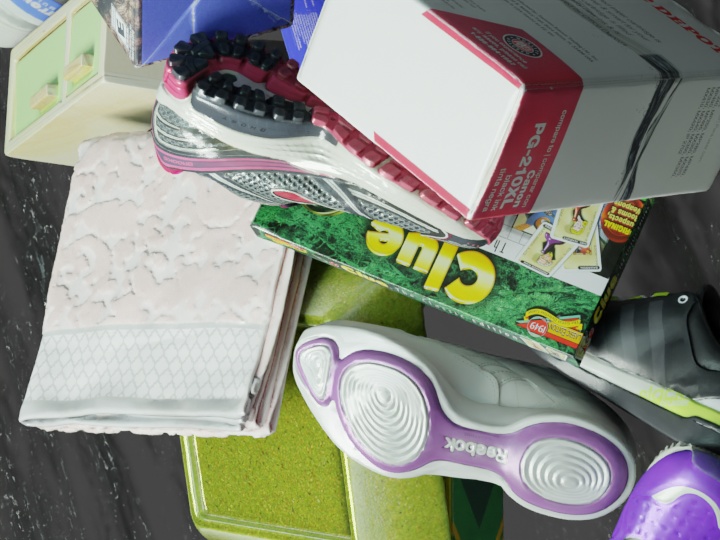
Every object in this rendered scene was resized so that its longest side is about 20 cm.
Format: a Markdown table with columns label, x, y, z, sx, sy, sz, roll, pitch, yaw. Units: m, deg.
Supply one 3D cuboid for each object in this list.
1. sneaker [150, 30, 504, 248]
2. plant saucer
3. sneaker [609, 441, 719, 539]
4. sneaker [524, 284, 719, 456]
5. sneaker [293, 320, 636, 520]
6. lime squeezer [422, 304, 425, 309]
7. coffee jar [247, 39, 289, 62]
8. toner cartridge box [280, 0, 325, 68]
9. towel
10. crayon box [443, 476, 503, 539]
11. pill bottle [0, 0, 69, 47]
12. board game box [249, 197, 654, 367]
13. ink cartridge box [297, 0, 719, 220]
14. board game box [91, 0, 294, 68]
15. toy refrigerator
| label | x | y | z | sx | sy | sz | roll | pitch | yaw |
| --- | --- | --- | --- | --- | --- | --- | --- | --- | --- |
| sneaker | -0.015 | -0.062 | 1.465 | 0.200 | 0.081 | 0.075 | 23 | 130 | 3 |
| plant saucer | -0.044 | 0.085 | 1.588 | 0.200 | 0.048 | 0.200 | 4 | 106 | 43 |
| sneaker | 0.148 | 0.180 | 1.438 | 0.070 | 0.100 | 0.200 | 30 | 135 | 7 |
| sneaker | 0.166 | 0.042 | 1.482 | 0.200 | 0.072 | 0.083 | 32 | 90 | 37 |
| sneaker | 0.058 | 0.079 | 1.501 | 0.200 | 0.100 | 0.075 | 22 | 108 | 6 |
| lime squeezer | 0.000 | 0.000 | 1.578 | 0.071 | 0.038 | 0.200 | -43 | 75 | 44 |
| coffee jar | -0.081 | -0.043 | 1.683 | 0.104 | 0.085 | 0.200 | 52 | 126 | 28 |
| toner cartridge box | 0.015 | -0.096 | 1.569 | 0.095 | 0.043 | 0.200 | 3 | 117 | 42 |
| towel | -0.111 | 0.003 | 1.583 | 0.200 | 0.032 | 0.191 | -3 | 69 | 41 |
| crayon box | 0.024 | 0.175 | 1.621 | 0.127 | 0.051 | 0.200 | 3 | 94 | 43 |
| pill bottle | -0.181 | -0.224 | 1.748 | 0.200 | 0.114 | 0.114 | -26 | 75 | 42 |
| board game box | 0.050 | -0.031 | 1.490 | 0.200 | 0.023 | 0.105 | 22 | 81 | 17 |
| ink cartridge box | 0.092 | -0.104 | 1.436 | 0.145 | 0.200 | 0.084 | 41 | 122 | 34 |
| board game box | -0.118 | -0.240 | 1.479 | 0.200 | 0.097 | 0.160 | 55 | 153 | 38 |
| toy refrigerator | -0.168 | -0.126 | 1.720 | 0.200 | 0.070 | 0.076 | 157 | 117 | -63 |
